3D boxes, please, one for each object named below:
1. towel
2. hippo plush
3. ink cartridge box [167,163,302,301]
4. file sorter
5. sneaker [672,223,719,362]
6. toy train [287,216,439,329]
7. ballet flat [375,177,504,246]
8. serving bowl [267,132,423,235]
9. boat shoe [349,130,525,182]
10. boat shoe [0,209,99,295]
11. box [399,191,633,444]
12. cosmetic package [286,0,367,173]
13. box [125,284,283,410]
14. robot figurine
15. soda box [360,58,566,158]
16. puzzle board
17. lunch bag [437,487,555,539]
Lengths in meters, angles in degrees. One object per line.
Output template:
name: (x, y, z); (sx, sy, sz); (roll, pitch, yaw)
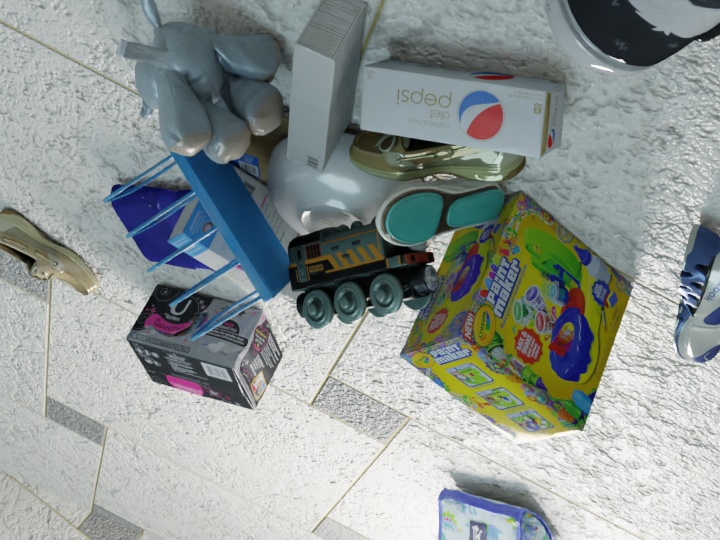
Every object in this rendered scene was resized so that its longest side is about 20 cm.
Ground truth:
towel: (-0.245, -0.063, 1.761); (0.199, 0.050, 0.148); (7, 139, 33)
hippo plush: (-0.195, -0.193, 1.380); (0.199, 0.161, 0.160); (19, 168, -25)
ink cartridge box: (-0.131, -0.039, 1.613); (0.199, 0.116, 0.068); (32, 159, -18)
file sorter: (-0.185, -0.038, 1.465); (0.122, 0.139, 0.201); (-31, 95, 15)
sneaker: (0.402, 0.039, 1.349); (0.114, 0.081, 0.200); (16, 148, 23)
toy train: (0.000, 0.000, 1.436); (0.199, 0.115, 0.085); (-14, 176, 39)
ballet flat: (0.073, -0.070, 1.363); (0.069, 0.199, 0.070); (12, 107, 44)
serving bowl: (-0.022, -0.079, 1.495); (0.198, 0.066, 0.201); (12, 150, 7)
boat shoe: (0.077, -0.138, 1.344); (0.199, 0.073, 0.063); (9, 136, 28)
boat shoe: (-0.516, -0.014, 2.040); (0.200, 0.065, 0.072); (41, 149, -24)
box: (0.180, 0.058, 1.437); (0.192, 0.201, 0.122); (36, 150, -20)
cosmetic package: (-0.039, -0.196, 1.329); (0.050, 0.083, 0.200); (25, 151, 8)
box: (-0.243, 0.118, 1.982); (0.198, 0.115, 0.133); (12, 147, 23)
robot figurine: (0.233, -0.237, 0.995); (0.151, 0.125, 0.200); (54, 148, -1)
soda box: (0.101, -0.164, 1.257); (0.198, 0.064, 0.069); (12, 111, 25)
puzzle board: (-0.110, -0.154, 1.526); (0.198, 0.017, 0.151); (20, 152, 13)
lunch bag: (0.232, 0.461, 2.152); (0.169, 0.128, 0.201); (7, 133, 36)
